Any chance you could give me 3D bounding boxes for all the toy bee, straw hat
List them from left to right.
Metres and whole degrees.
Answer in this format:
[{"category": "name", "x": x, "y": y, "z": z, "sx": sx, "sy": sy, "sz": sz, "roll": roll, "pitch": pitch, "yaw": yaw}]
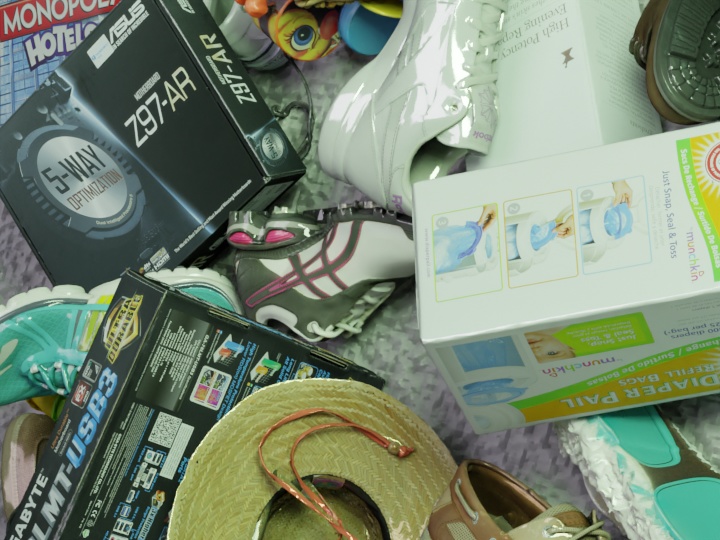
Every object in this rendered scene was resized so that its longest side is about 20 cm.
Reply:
[{"category": "straw hat", "x": -0.024, "y": 0.170, "z": 1.581, "sx": 0.085, "sy": 0.199, "sz": 0.203, "roll": 121, "pitch": 158, "yaw": -73}, {"category": "toy bee", "x": -0.021, "y": -0.172, "z": 1.710, "sx": 0.130, "sy": 0.108, "sz": 0.201, "roll": 14, "pitch": 84, "yaw": 44}]

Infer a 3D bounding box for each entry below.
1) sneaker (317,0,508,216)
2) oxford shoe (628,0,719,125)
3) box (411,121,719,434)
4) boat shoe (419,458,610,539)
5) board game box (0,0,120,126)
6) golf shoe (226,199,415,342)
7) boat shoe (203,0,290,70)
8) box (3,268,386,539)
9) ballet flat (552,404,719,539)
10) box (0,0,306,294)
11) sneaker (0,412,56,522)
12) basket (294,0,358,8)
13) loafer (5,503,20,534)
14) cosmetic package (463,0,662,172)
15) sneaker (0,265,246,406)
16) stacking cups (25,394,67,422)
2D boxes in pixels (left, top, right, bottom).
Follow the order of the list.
[{"category": "sneaker", "x": 0.058, "y": -0.122, "z": 1.550, "sx": 0.099, "sy": 0.075, "sz": 0.201, "roll": 37, "pitch": 106, "yaw": 32}, {"category": "oxford shoe", "x": 0.185, "y": -0.121, "z": 1.475, "sx": 0.084, "sy": 0.073, "sz": 0.200, "roll": -42, "pitch": 8, "yaw": 32}, {"category": "box", "x": 0.138, "y": 0.004, "z": 1.429, "sx": 0.198, "sy": 0.113, "sz": 0.102, "roll": -11, "pitch": 57, "yaw": 15}, {"category": "boat shoe", "x": 0.104, "y": 0.163, "z": 1.463, "sx": 0.200, "sy": 0.075, "sz": 0.072, "roll": 29, "pitch": 112, "yaw": 43}, {"category": "board game box", "x": -0.189, "y": -0.178, "z": 1.860, "sx": 0.199, "sy": 0.061, "sz": 0.202, "roll": -10, "pitch": 86, "yaw": 42}, {"category": "golf shoe", "x": 0.000, "y": 0.000, "z": 1.656, "sx": 0.199, "sy": 0.077, "sz": 0.089, "roll": -5, "pitch": 86, "yaw": 48}, {"category": "boat shoe", "x": -0.067, "y": -0.237, "z": 1.808, "sx": 0.073, "sy": 0.067, "sz": 0.202, "roll": -17, "pitch": 62, "yaw": 38}, {"category": "box", "x": -0.098, "y": 0.123, "z": 1.596, "sx": 0.050, "sy": 0.198, "sz": 0.201, "roll": 24, "pitch": 91, "yaw": 44}, {"category": "ballet flat", "x": 0.162, "y": 0.127, "z": 1.453, "sx": 0.072, "sy": 0.072, "sz": 0.200, "roll": -50, "pitch": 44, "yaw": 17}, {"category": "box", "x": -0.146, "y": -0.071, "z": 1.772, "sx": 0.200, "sy": 0.043, "sz": 0.161, "roll": -40, "pitch": 75, "yaw": 33}, {"category": "sneaker", "x": -0.172, "y": 0.183, "z": 1.730, "sx": 0.075, "sy": 0.070, "sz": 0.202, "roll": -17, "pitch": 80, "yaw": 23}, {"category": "basket", "x": 0.036, "y": -0.263, "z": 1.617, "sx": 0.198, "sy": 0.143, "sz": 0.150, "roll": -7, "pitch": 65, "yaw": 8}, {"category": "loafer", "x": -0.138, "y": 0.109, "z": 1.667, "sx": 0.199, "sy": 0.073, "sz": 0.073, "roll": -36, "pitch": 50, "yaw": -13}, {"category": "cosmetic package", "x": 0.115, "y": -0.088, "z": 1.569, "sx": 0.101, "sy": 0.074, "sz": 0.201, "roll": -29, "pitch": 54, "yaw": 34}, {"category": "sneaker", "x": -0.170, "y": 0.054, "z": 1.726, "sx": 0.198, "sy": 0.078, "sz": 0.080, "roll": -15, "pitch": 50, "yaw": 3}, {"category": "stacking cups", "x": -0.146, "y": 0.121, "z": 1.753, "sx": 0.200, "sy": 0.060, "sz": 0.061, "roll": 43, "pitch": 104, "yaw": 40}]
